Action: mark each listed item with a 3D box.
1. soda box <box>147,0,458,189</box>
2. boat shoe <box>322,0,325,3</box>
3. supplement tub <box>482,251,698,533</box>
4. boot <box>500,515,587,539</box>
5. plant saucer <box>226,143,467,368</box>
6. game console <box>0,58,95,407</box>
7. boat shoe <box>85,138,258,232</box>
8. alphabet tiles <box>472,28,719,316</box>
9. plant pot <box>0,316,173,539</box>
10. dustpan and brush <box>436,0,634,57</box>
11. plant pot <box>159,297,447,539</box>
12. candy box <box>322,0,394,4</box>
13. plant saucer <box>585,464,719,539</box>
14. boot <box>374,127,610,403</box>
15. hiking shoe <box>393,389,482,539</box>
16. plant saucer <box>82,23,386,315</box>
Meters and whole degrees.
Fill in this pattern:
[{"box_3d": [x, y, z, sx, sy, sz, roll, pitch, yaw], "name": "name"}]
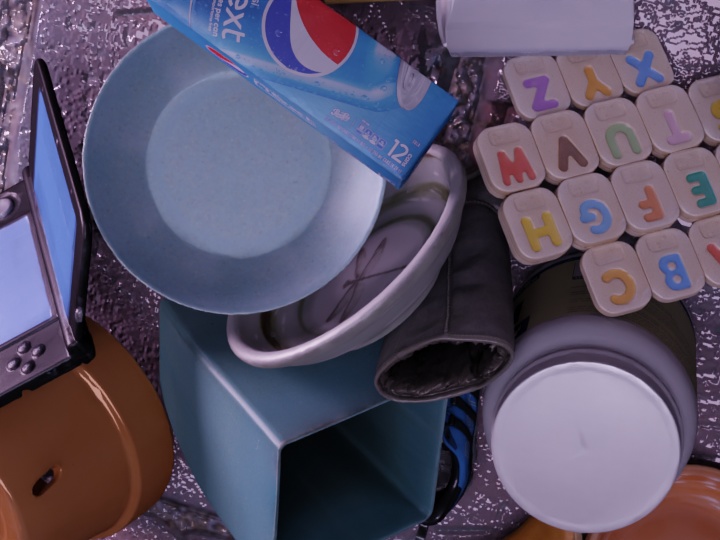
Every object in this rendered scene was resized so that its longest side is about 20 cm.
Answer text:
[{"box_3d": [-0.037, -0.136, 1.092, 0.200, 0.068, 0.064, 35, 88, 0], "name": "soda box"}, {"box_3d": [-0.039, -0.130, 1.206, 0.059, 0.072, 0.200, 0, 133, 14], "name": "boat shoe"}, {"box_3d": [0.161, 0.082, 1.199, 0.145, 0.200, 0.145, 3, 110, 9], "name": "supplement tub"}, {"box_3d": [0.104, 0.231, 1.333, 0.144, 0.071, 0.202, 0, 113, 11], "name": "boot"}, {"box_3d": [0.000, 0.000, 1.168, 0.200, 0.200, 0.050, -33, 117, 19], "name": "plant saucer"}, {"box_3d": [-0.259, -0.022, 1.228, 0.176, 0.200, 0.116, -28, 136, 5], "name": "game console"}, {"box_3d": [-0.127, -0.055, 1.249, 0.200, 0.075, 0.062, -18, 125, 41], "name": "boat shoe"}, {"box_3d": [0.181, -0.071, 1.164, 0.200, 0.015, 0.196, -14, 72, -15], "name": "alphabet tiles"}, {"box_3d": [-0.260, 0.140, 1.298, 0.200, 0.140, 0.200, 17, 127, 24], "name": "plant pot"}, {"box_3d": [0.121, -0.250, 1.171, 0.139, 0.057, 0.200, -2, 111, -8], "name": "dustpan and brush"}, {"box_3d": [-0.057, 0.093, 1.238, 0.200, 0.141, 0.142, 43, 141, 38], "name": "plant pot"}, {"box_3d": [-0.049, -0.246, 1.203, 0.200, 0.056, 0.117, -1, 111, 10], "name": "candy box"}, {"box_3d": [0.242, 0.245, 1.276, 0.200, 0.200, 0.037, 48, 155, -8], "name": "plant saucer"}, {"box_3d": [0.094, -0.008, 1.178, 0.182, 0.200, 0.073, -28, 113, 21], "name": "boot"}, {"box_3d": [0.059, 0.095, 1.284, 0.074, 0.087, 0.200, -2, 109, 11], "name": "hiking shoe"}, {"box_3d": [-0.082, -0.071, 1.145, 0.201, 0.039, 0.201, 0, 90, 0], "name": "plant saucer"}]
